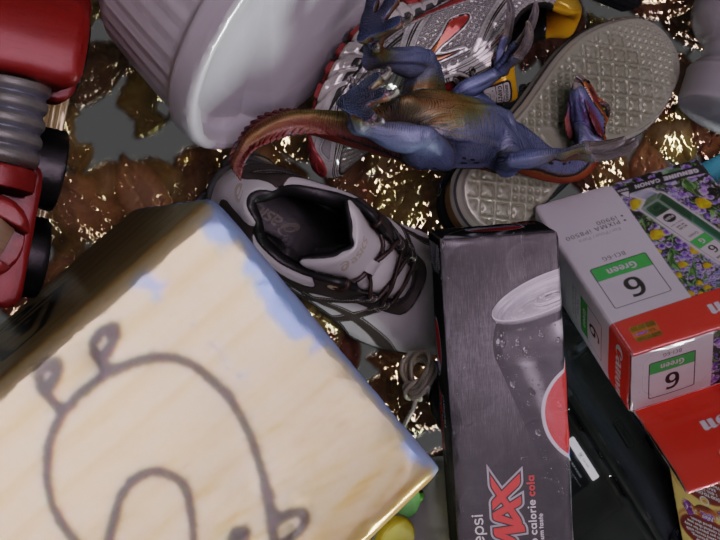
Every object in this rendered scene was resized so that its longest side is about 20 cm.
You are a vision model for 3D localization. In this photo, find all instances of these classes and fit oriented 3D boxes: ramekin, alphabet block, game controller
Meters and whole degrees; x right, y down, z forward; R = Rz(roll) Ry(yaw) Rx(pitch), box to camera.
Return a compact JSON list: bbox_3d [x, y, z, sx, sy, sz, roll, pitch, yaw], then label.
[{"bbox_3d":[-0.057,-0.172,1.063,0.094,0.202,0.202,40,76,13],"label":"ramekin"},{"bbox_3d":[-0.115,0.098,1.037,0.200,0.196,0.195,-43,101,-14],"label":"alphabet block"},{"bbox_3d":[0.124,0.115,1.176,0.104,0.042,0.200,-32,112,3],"label":"game controller"}]

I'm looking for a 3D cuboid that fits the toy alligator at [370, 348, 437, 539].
[{"bbox_3d":[0.012,0.144,1.147,0.054,0.059,0.201,24,91,-47],"label":"toy alligator"}]

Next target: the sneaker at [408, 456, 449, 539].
[{"bbox_3d":[0.067,0.209,1.153,0.075,0.088,0.201,-4,84,-17],"label":"sneaker"}]

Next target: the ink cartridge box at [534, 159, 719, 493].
[{"bbox_3d":[0.185,0.026,1.090,0.109,0.200,0.050,-16,133,-11],"label":"ink cartridge box"}]

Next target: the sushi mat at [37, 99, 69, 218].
[{"bbox_3d":[-0.207,-0.126,1.101,0.095,0.012,0.201,12,86,-20],"label":"sushi mat"}]

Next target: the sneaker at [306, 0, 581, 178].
[{"bbox_3d":[0.048,-0.122,1.141,0.200,0.078,0.082,-41,72,-13],"label":"sneaker"}]

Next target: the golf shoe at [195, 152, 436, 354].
[{"bbox_3d":[0.000,0.000,1.127,0.199,0.094,0.078,24,89,-17],"label":"golf shoe"}]

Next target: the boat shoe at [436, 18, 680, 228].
[{"bbox_3d":[0.118,-0.087,1.190,0.200,0.062,0.075,-43,99,-24],"label":"boat shoe"}]

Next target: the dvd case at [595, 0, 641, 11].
[{"bbox_3d":[0.115,-0.265,1.155,0.142,0.018,0.201,12,70,-48],"label":"dvd case"}]

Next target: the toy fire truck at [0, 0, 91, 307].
[{"bbox_3d":[-0.198,-0.074,0.991,0.128,0.200,0.177,12,86,-20],"label":"toy fire truck"}]

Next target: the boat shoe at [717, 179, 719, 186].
[{"bbox_3d":[0.213,0.029,1.199,0.069,0.057,0.200,24,96,-40],"label":"boat shoe"}]

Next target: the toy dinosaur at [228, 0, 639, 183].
[{"bbox_3d":[0.058,-0.090,1.105,0.181,0.199,0.105,33,48,-48],"label":"toy dinosaur"}]

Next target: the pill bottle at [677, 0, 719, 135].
[{"bbox_3d":[0.274,-0.182,1.214,0.116,0.116,0.201,23,83,-17],"label":"pill bottle"}]

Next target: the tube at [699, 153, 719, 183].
[{"bbox_3d":[0.171,-0.015,1.216,0.199,0.050,0.078,-19,106,-23],"label":"tube"}]

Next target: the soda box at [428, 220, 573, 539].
[{"bbox_3d":[0.080,0.075,1.097,0.070,0.063,0.201,-4,96,-1],"label":"soda box"}]

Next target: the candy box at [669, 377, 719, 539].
[{"bbox_3d":[0.244,0.112,1.179,0.117,0.056,0.200,-37,128,-29],"label":"candy box"}]
